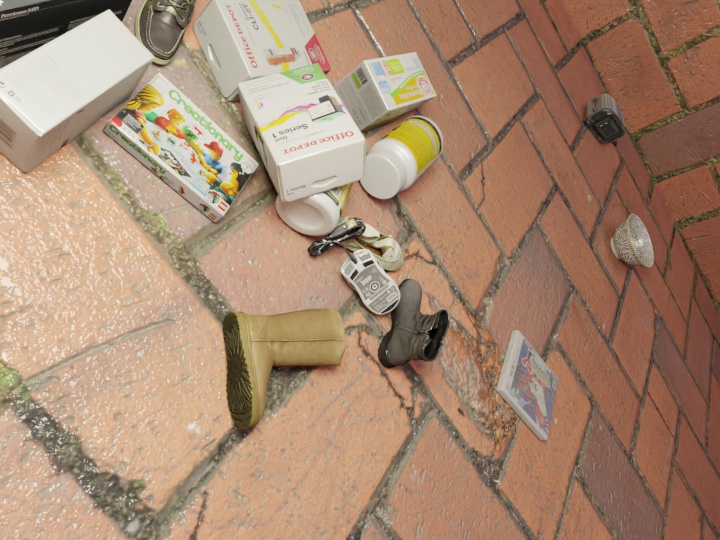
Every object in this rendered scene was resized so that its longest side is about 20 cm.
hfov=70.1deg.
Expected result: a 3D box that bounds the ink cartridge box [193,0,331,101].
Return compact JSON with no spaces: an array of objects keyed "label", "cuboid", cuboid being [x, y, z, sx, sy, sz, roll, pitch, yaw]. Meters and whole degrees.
[{"label":"ink cartridge box","cuboid":[-0.169,-0.394,0.912,0.199,0.083,0.146,-28,94,-45]}]

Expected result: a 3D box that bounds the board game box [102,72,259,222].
[{"label":"board game box","cuboid":[-0.263,-0.185,0.781,0.200,0.034,0.127,42,50,-24]}]

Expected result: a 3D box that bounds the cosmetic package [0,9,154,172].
[{"label":"cosmetic package","cuboid":[-0.368,-0.227,0.646,0.081,0.112,0.201,47,51,-19]}]

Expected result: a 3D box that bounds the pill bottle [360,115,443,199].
[{"label":"pill bottle","cuboid":[0.085,-0.236,1.072,0.115,0.114,0.200,55,46,-13]}]

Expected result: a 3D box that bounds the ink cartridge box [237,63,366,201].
[{"label":"ink cartridge box","cuboid":[-0.095,-0.225,0.823,0.144,0.084,0.201,-20,60,-14]}]

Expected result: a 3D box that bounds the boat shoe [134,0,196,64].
[{"label":"boat shoe","cuboid":[-0.302,-0.420,0.810,0.073,0.065,0.202,20,63,-39]}]

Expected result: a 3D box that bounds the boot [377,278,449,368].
[{"label":"boot","cuboid":[0.116,0.092,0.966,0.070,0.131,0.201,35,54,-28]}]

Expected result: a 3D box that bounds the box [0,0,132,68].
[{"label":"box","cuboid":[-0.393,-0.332,0.640,0.079,0.141,0.200,54,46,-14]}]

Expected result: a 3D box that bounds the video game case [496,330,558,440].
[{"label":"video game case","cuboid":[0.413,0.278,1.254,0.200,0.023,0.183,47,49,-20]}]

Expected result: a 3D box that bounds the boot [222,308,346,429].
[{"label":"boot","cuboid":[-0.104,0.141,0.790,0.199,0.066,0.177,6,71,-43]}]

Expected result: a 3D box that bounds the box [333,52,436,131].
[{"label":"box","cuboid":[0.058,-0.388,1.111,0.200,0.101,0.113,-34,98,-45]}]

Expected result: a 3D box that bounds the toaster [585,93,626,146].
[{"label":"toaster","cuboid":[0.986,-0.608,2.060,0.199,0.113,0.130,35,52,-27]}]

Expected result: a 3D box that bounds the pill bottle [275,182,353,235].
[{"label":"pill bottle","cuboid":[-0.066,-0.170,0.906,0.112,0.112,0.201,38,52,-27]}]

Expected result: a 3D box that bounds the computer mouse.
[{"label":"computer mouse","cuboid":[0.000,0.000,0.940,0.109,0.044,0.200,-37,116,-2]}]

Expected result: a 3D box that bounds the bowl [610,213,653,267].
[{"label":"bowl","cuboid":[0.979,-0.096,1.875,0.200,0.094,0.202,18,63,-38]}]

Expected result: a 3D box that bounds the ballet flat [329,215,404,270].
[{"label":"ballet flat","cuboid":[0.028,-0.050,0.985,0.199,0.062,0.068,21,61,-37]}]
